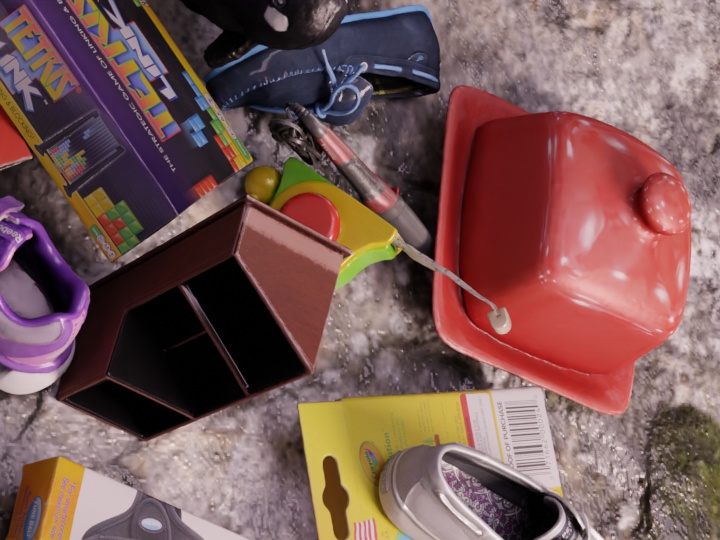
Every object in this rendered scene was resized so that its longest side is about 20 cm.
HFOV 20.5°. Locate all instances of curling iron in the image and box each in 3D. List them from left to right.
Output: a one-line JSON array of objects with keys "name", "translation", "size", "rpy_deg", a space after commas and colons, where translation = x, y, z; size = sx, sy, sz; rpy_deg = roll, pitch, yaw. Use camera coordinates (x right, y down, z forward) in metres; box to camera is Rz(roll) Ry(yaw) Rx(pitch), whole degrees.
[{"name": "curling iron", "translation": [0.008, -0.051, 1.313], "size": [0.200, 0.050, 0.026], "rpy_deg": [40, 82, -39]}]

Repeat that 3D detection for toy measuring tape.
[{"name": "toy measuring tape", "translation": [0.000, 0.000, 1.272], "size": [0.200, 0.074, 0.074], "rpy_deg": [36, 51, 16]}]

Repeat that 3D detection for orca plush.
[{"name": "orca plush", "translation": [-0.093, -0.166, 1.246], "size": [0.105, 0.199, 0.071], "rpy_deg": [21, 93, -63]}]

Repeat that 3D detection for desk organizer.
[{"name": "desk organizer", "translation": [-0.094, 0.033, 1.136], "size": [0.072, 0.200, 0.077], "rpy_deg": [28, 61, -24]}]

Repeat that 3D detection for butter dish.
[{"name": "butter dish", "translation": [0.162, -0.027, 1.361], "size": [0.199, 0.148, 0.201], "rpy_deg": [24, 60, -35]}]

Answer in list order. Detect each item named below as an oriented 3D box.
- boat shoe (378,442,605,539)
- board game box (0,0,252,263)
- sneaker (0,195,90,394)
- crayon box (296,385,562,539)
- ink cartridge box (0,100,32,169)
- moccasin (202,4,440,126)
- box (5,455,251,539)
[{"name": "boat shoe", "translation": [0.106, 0.163, 1.246], "size": [0.200, 0.068, 0.072], "rpy_deg": [37, 56, -19]}, {"name": "board game box", "translation": [-0.159, -0.119, 1.187], "size": [0.200, 0.057, 0.165], "rpy_deg": [56, 17, -6]}, {"name": "sneaker", "translation": [-0.228, -0.020, 1.131], "size": [0.200, 0.088, 0.081], "rpy_deg": [44, 56, -11]}, {"name": "crayon box", "translation": [0.039, 0.144, 1.282], "size": [0.199, 0.051, 0.128], "rpy_deg": [0, 74, -36]}, {"name": "ink cartridge box", "translation": [-0.290, -0.081, 1.082], "size": [0.199, 0.050, 0.109], "rpy_deg": [-22, 66, -21]}, {"name": "moccasin", "translation": [-0.013, -0.131, 1.330], "size": [0.199, 0.080, 0.069], "rpy_deg": [-19, 89, -37]}, {"name": "box", "translation": [-0.117, 0.198, 1.144], "size": [0.200, 0.041, 0.120], "rpy_deg": [28, 59, -33]}]
